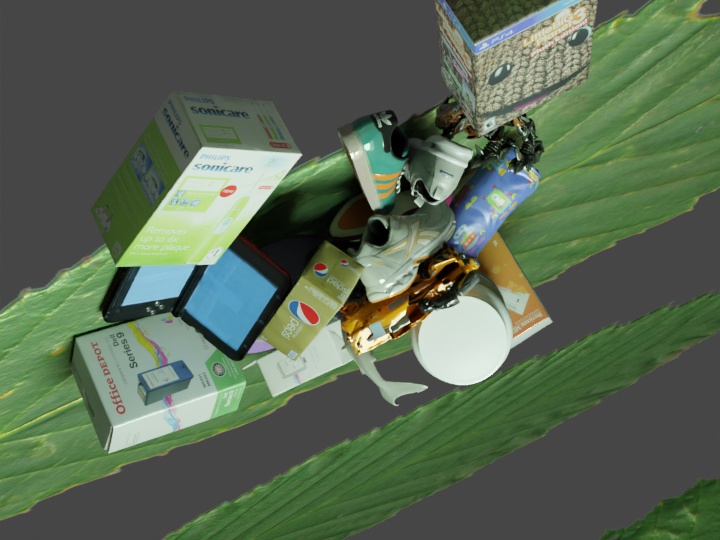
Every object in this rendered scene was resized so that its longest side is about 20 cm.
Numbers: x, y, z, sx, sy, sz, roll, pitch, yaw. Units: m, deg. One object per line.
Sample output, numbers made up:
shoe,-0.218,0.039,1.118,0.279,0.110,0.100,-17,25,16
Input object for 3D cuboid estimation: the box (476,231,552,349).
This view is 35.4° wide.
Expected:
box,0.196,0.025,1.769,0.124,0.201,0.097,-32,167,7

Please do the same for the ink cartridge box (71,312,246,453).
ink cartridge box,-0.278,0.143,1.548,0.198,0.146,0.088,-17,153,-26

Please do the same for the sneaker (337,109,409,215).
sneaker,0.031,-0.135,1.442,0.079,0.072,0.200,-26,156,0

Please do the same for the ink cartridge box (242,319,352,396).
ink cartridge box,-0.078,0.134,1.769,0.199,0.068,0.116,-26,178,37

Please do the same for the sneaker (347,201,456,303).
sneaker,0.055,-0.050,1.482,0.075,0.092,0.200,-15,-155,42

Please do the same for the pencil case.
pencil case,0.177,-0.088,1.628,0.200,0.087,0.078,-51,-170,9

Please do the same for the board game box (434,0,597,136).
board game box,0.179,-0.274,1.302,0.158,0.097,0.200,-28,157,-4

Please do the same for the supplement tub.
supplement tub,0.142,0.079,1.608,0.144,0.145,0.200,-32,-175,7

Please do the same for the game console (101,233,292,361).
game console,-0.213,0.035,1.443,0.171,0.119,0.200,-10,149,-38

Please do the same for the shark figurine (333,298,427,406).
shark figurine,0.015,0.087,1.595,0.128,0.215,0.090,27,118,-33

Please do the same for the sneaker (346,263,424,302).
sneaker,0.055,-0.009,1.739,0.199,0.078,0.086,-29,170,16

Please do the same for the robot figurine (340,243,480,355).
robot figurine,0.067,0.032,1.498,0.199,0.058,0.145,-32,-163,4

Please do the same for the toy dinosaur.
toy dinosaur,0.185,-0.202,1.451,0.198,0.102,0.137,-19,111,-10

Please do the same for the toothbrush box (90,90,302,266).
toothbrush box,-0.185,-0.097,1.255,0.145,0.087,0.200,-2,143,-47

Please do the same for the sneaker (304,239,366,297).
sneaker,0.000,0.000,1.561,0.199,0.075,0.092,-17,114,-45

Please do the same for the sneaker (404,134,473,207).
sneaker,0.082,-0.122,1.444,0.200,0.074,0.083,170,-56,-84

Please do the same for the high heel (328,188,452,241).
high heel,0.046,-0.074,1.583,0.198,0.068,0.096,-24,152,-13

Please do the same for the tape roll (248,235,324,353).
tape roll,-0.118,0.037,1.622,0.199,0.066,0.201,-24,156,-11

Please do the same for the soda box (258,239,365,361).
soda box,-0.066,0.042,1.461,0.068,0.064,0.200,-58,-175,-32
